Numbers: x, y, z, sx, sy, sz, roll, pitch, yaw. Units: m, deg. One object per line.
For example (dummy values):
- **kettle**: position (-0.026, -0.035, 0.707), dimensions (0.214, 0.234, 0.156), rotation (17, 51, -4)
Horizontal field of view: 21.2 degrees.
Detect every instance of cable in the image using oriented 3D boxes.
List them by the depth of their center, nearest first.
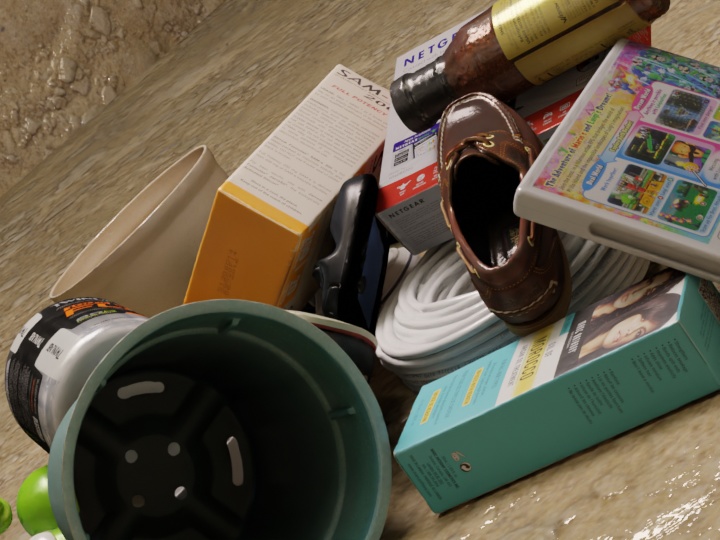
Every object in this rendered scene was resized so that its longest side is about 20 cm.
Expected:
- **cable**: position (0.100, 0.014, 1.297), dimensions (0.200, 0.069, 0.200), rotation (-42, 18, -21)

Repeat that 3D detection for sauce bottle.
- **sauce bottle**: position (0.109, -0.155, 1.286), dimensions (0.199, 0.066, 0.066), rotation (-25, 18, 26)

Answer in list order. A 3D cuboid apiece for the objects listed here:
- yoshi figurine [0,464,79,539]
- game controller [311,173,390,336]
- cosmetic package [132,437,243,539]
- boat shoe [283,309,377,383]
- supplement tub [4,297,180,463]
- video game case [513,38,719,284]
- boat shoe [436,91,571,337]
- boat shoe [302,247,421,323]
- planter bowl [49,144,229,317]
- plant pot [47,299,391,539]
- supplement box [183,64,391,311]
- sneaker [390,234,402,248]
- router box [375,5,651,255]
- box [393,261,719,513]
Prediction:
- **yoshi figurine**: position (-0.260, 0.212, 1.421), dimensions (0.199, 0.112, 0.112), rotation (-29, 9, 12)
- **game controller**: position (0.000, 0.000, 1.401), dimensions (0.200, 0.042, 0.105), rotation (73, -144, -76)
- **cosmetic package**: position (-0.099, 0.141, 1.382), dimensions (0.200, 0.051, 0.082), rotation (-45, 20, -30)
- **boat shoe**: position (-0.029, 0.072, 1.286), dimensions (0.200, 0.071, 0.063), rotation (87, -159, -76)
- **supplement tub**: position (-0.191, 0.085, 1.408), dimensions (0.122, 0.123, 0.200), rotation (-39, 18, -14)
- **video game case**: position (0.209, -0.064, 1.157), dimensions (0.181, 0.024, 0.200), rotation (19, 40, 16)
- **boat shoe**: position (0.085, -0.051, 1.211), dimensions (0.070, 0.070, 0.201), rotation (-31, 42, 14)
- **boat shoe**: position (-0.031, 0.036, 1.519), dimensions (0.200, 0.066, 0.072), rotation (-42, 16, -21)
- **planter bowl**: position (-0.170, 0.001, 1.779), dimensions (0.200, 0.135, 0.200), rotation (-42, 12, 11)
- **plant pot**: position (-0.108, 0.127, 1.204), dimensions (0.200, 0.201, 0.196), rotation (-41, 9, -20)
- **supplement box**: position (-0.043, -0.047, 1.425), dimensions (0.200, 0.073, 0.127), rotation (-51, -14, -48)
- **sneaker**: position (-0.023, -0.043, 1.594), dimensions (0.199, 0.071, 0.075), rotation (-3, -5, -43)
- **router box**: position (0.109, -0.122, 1.359), dimensions (0.199, 0.049, 0.180), rotation (-26, 35, 28)
- **box**: position (0.118, 0.068, 1.126), dimensions (0.199, 0.049, 0.082), rotation (-28, 17, 27)
